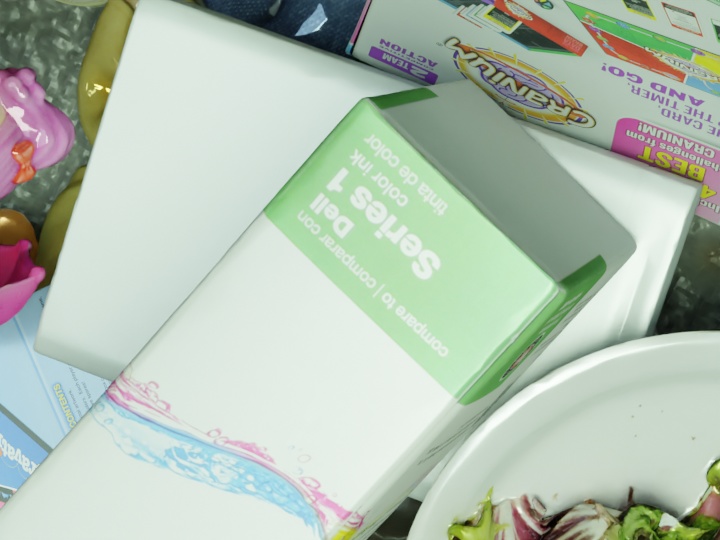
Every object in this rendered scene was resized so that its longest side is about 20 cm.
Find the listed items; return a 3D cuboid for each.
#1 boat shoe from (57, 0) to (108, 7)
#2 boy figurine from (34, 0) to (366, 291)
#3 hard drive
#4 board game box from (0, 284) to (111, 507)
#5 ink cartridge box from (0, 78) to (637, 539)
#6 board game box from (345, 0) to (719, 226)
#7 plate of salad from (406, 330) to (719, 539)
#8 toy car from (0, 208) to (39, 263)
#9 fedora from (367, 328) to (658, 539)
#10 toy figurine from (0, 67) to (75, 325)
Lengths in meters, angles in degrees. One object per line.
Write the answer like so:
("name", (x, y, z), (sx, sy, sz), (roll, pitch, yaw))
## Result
("boat shoe", (-0.177, -0.150, 1.064), (0.200, 0.065, 0.072), (20, 102, 19))
("boy figurine", (-0.052, -0.058, 1.024), (0.124, 0.064, 0.200), (40, 109, 14))
("hard drive", (0.000, 0.000, 0.923), (0.200, 0.026, 0.132), (20, 100, 12))
("board game box", (-0.104, 0.112, 0.971), (0.103, 0.019, 0.200), (-24, 85, 6))
("ink cartridge box", (-0.018, 0.042, 0.843), (0.084, 0.145, 0.200), (44, 104, 6))
("board game box", (0.084, -0.090, 0.842), (0.153, 0.200, 0.040), (25, 70, -1))
("plate of salad", (0.110, 0.117, 0.889), (0.199, 0.048, 0.201), (-1, 110, -3))
("toy car", (-0.195, 0.050, 1.062), (0.199, 0.184, 0.177), (-13, 91, -6))
("fedora", (0.026, 0.058, 0.989), (0.177, 0.090, 0.200), (39, 105, 13))
("toy figurine", (-0.172, -0.060, 0.928), (0.200, 0.150, 0.184), (-39, 107, 14))
